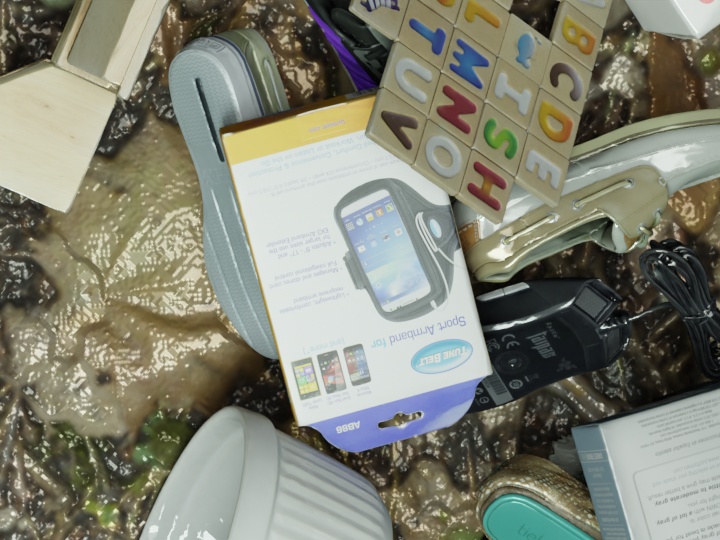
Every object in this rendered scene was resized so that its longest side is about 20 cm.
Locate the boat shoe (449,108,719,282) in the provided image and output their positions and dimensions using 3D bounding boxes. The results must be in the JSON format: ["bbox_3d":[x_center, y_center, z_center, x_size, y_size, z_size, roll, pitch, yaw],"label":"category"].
[{"bbox_3d":[0.150,-0.043,1.658,0.200,0.075,0.069,-15,74,-1],"label":"boat shoe"}]

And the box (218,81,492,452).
[{"bbox_3d":[0.000,0.000,1.607,0.119,0.041,0.200,-15,103,-4],"label":"box"}]

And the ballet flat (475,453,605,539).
[{"bbox_3d":[0.156,0.172,1.651,0.200,0.065,0.071,39,120,-12],"label":"ballet flat"}]

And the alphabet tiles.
[{"bbox_3d":[0.065,-0.131,1.605,0.167,0.008,0.200,33,54,-25],"label":"alphabet tiles"}]

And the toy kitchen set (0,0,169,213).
[{"bbox_3d":[-0.203,-0.156,1.581,0.180,0.163,0.200,24,93,-7],"label":"toy kitchen set"}]

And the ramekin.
[{"bbox_3d":[-0.062,0.188,1.614,0.105,0.200,0.200,21,93,-16],"label":"ramekin"}]

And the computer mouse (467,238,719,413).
[{"bbox_3d":[0.131,0.046,1.684,0.200,0.046,0.140,-23,133,20],"label":"computer mouse"}]

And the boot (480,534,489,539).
[{"bbox_3d":[0.102,0.259,1.695,0.150,0.073,0.200,33,86,-7],"label":"boot"}]

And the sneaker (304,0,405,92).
[{"bbox_3d":[0.016,-0.135,1.633,0.070,0.100,0.200,-38,97,1],"label":"sneaker"}]

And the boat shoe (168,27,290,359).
[{"bbox_3d":[-0.057,-0.047,1.653,0.062,0.072,0.200,-31,116,-46],"label":"boat shoe"}]

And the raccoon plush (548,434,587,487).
[{"bbox_3d":[0.220,0.161,1.708,0.200,0.097,0.134,4,111,24],"label":"raccoon plush"}]

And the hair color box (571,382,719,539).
[{"bbox_3d":[0.199,0.171,1.592,0.099,0.061,0.200,-15,88,-13],"label":"hair color box"}]

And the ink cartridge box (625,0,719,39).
[{"bbox_3d":[0.221,-0.248,1.619,0.200,0.145,0.147,-35,98,0],"label":"ink cartridge box"}]
